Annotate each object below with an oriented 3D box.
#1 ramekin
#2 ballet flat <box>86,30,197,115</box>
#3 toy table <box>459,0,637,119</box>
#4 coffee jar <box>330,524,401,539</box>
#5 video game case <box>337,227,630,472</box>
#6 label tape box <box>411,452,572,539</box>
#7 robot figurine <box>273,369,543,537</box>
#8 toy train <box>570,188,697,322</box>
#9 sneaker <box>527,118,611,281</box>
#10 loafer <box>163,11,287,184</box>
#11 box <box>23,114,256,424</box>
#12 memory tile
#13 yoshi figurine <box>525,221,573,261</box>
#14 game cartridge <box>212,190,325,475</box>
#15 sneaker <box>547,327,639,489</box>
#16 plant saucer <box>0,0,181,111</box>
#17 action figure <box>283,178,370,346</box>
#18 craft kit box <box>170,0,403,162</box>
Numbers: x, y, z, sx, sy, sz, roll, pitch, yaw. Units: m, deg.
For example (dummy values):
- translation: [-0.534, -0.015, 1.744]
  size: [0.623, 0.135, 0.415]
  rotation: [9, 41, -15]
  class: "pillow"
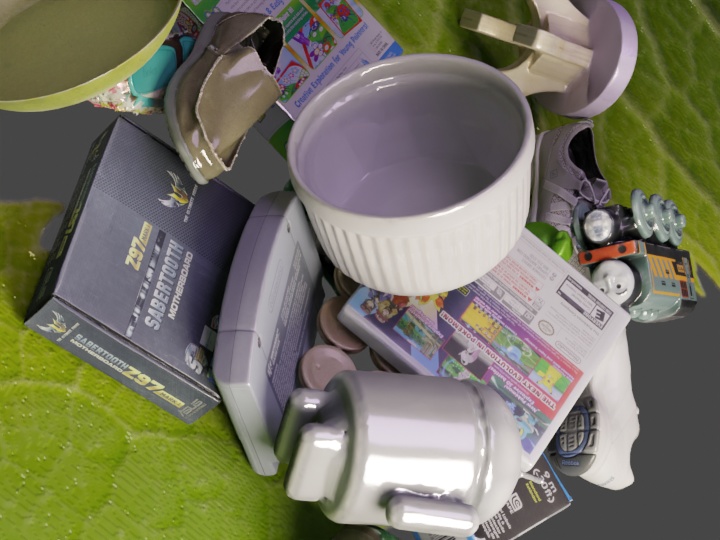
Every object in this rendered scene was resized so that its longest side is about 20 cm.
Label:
- translation: [0.046, -0.073, 1.358]
  size: [0.106, 0.198, 0.202]
  rotation: [77, 20, -45]
  class: "ramekin"
- translation: [-0.173, -0.163, 1.390]
  size: [0.200, 0.063, 0.077]
  rotation: [-1, 91, -68]
  class: "ballet flat"
- translation: [0.185, -0.231, 1.719]
  size: [0.116, 0.200, 0.186]
  rotation: [15, 86, -23]
  class: "toy table"
- translation: [0.060, 0.275, 1.291]
  size: [0.199, 0.104, 0.086]
  rotation: [35, 76, -23]
  class: "coffee jar"
- translation: [0.106, 0.039, 1.398]
  size: [0.199, 0.023, 0.183]
  rotation: [40, 57, 1]
  class: "video game case"
- translation: [0.109, 0.160, 1.447]
  size: [0.199, 0.066, 0.144]
  rotation: [-20, 76, -46]
  class: "label tape box"
- translation: [0.037, 0.135, 1.269]
  size: [0.198, 0.114, 0.170]
  rotation: [6, 37, -19]
  class: "robot figurine"
- translation: [0.261, -0.010, 1.587]
  size: [0.199, 0.084, 0.115]
  rotation: [7, 71, -64]
  class: "toy train"
- translation: [0.213, -0.062, 1.682]
  size: [0.074, 0.082, 0.202]
  rotation: [11, 60, -38]
  class: "sneaker"
- translation: [-0.106, -0.151, 1.369]
  size: [0.201, 0.069, 0.076]
  rotation: [-80, 149, -44]
  class: "loafer"
- translation: [-0.161, -0.003, 1.312]
  size: [0.157, 0.051, 0.201]
  rotation: [34, 44, -21]
  class: "box"
- translation: [0.051, 0.079, 1.384]
  size: [0.198, 0.017, 0.154]
  rotation: [28, 53, -11]
  class: "memory tile"
- translation: [0.139, -0.004, 1.553]
  size: [0.112, 0.113, 0.199]
  rotation: [41, 14, 24]
  class: "yoshi figurine"
- translation: [-0.071, 0.041, 1.325]
  size: [0.134, 0.040, 0.201]
  rotation: [78, 18, -46]
  class: "game cartridge"
- translation: [0.226, 0.118, 1.597]
  size: [0.087, 0.074, 0.202]
  rotation: [36, 51, -33]
  class: "sneaker"
- translation: [-0.226, -0.183, 1.296]
  size: [0.201, 0.198, 0.031]
  rotation: [-72, 154, -43]
  class: "plant saucer"
- translation: [0.000, 0.000, 1.459]
  size: [0.200, 0.054, 0.118]
  rotation: [50, 29, -10]
  class: "action figure"
- translation: [-0.073, -0.219, 1.550]
  size: [0.198, 0.048, 0.200]
  rotation: [49, 41, -11]
  class: "craft kit box"
